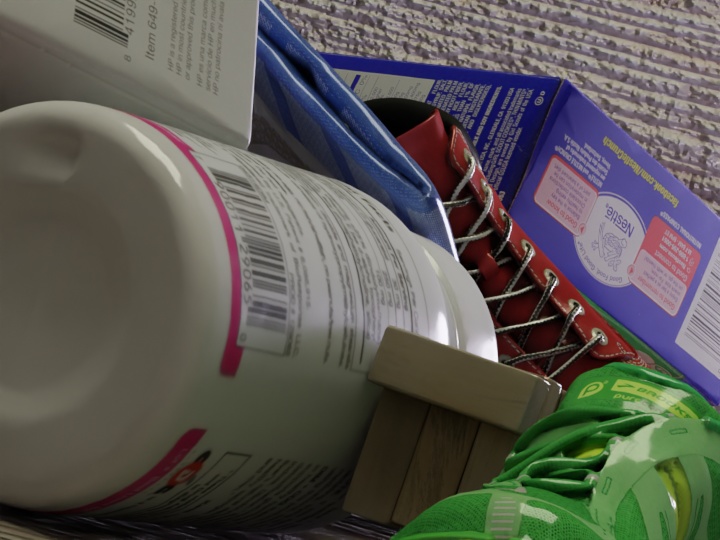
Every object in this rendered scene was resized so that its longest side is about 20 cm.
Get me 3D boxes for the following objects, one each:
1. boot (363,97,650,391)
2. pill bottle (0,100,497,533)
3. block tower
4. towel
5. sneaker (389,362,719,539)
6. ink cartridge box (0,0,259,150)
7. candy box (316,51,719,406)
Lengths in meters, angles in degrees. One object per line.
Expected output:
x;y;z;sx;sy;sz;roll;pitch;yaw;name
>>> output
0.059;0.019;1.095;0.200;0.072;0.144;39;-22;40;boot
-0.043;0.021;0.895;0.113;0.114;0.200;16;0;29;pill bottle
0.063;0.070;0.932;0.054;0.058;0.200;16;-7;30;block tower
0.000;0.000;1.083;0.147;0.024;0.200;48;-17;38;towel
0.055;0.064;0.785;0.074;0.084;0.200;15;0;15;sneaker
-0.151;-0.112;0.937;0.200;0.147;0.146;26;-36;-36;ink cartridge box
0.047;-0.021;1.292;0.200;0.077;0.169;11;-20;46;candy box
